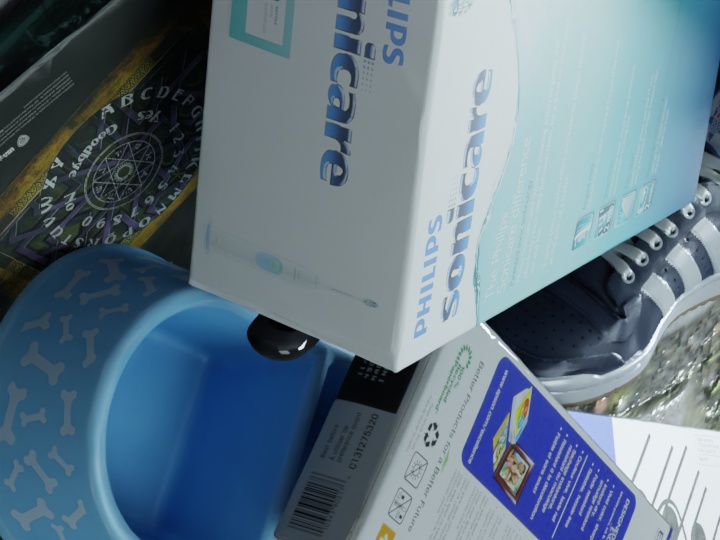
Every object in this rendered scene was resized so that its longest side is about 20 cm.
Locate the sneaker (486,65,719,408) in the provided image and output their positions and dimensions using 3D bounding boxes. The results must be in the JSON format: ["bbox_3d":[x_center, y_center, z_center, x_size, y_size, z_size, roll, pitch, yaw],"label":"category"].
[{"bbox_3d":[0.125,-0.026,0.932,0.199,0.070,0.109,-29,145,-35],"label":"sneaker"}]

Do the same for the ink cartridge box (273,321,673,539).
[{"bbox_3d":[0.047,0.092,0.787,0.200,0.037,0.095,44,65,-47],"label":"ink cartridge box"}]

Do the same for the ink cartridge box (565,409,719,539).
[{"bbox_3d":[0.095,0.110,0.935,0.199,0.044,0.095,11,72,-55],"label":"ink cartridge box"}]

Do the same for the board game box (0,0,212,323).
[{"bbox_3d":[-0.062,-0.056,0.739,0.200,0.028,0.136,-41,145,-11],"label":"board game box"}]

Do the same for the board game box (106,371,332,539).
[{"bbox_3d":[-0.043,0.125,0.827,0.152,0.045,0.202,-34,119,-39],"label":"board game box"}]

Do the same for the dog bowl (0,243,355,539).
[{"bbox_3d":[-0.039,0.065,0.755,0.199,0.049,0.112,29,74,-44],"label":"dog bowl"}]

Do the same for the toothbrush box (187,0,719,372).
[{"bbox_3d":[0.041,-0.075,0.723,0.200,0.085,0.148,-29,132,-50],"label":"toothbrush box"}]

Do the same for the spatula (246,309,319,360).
[{"bbox_3d":[0.000,0.000,0.772,0.200,0.056,0.021,-34,145,-70],"label":"spatula"}]
